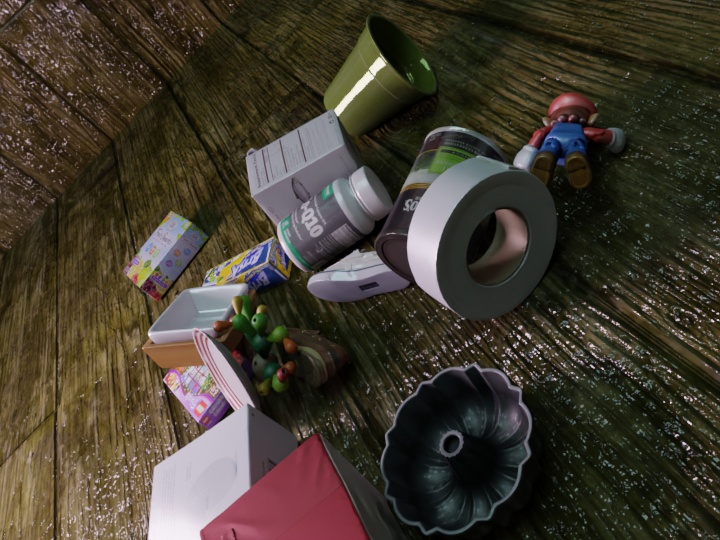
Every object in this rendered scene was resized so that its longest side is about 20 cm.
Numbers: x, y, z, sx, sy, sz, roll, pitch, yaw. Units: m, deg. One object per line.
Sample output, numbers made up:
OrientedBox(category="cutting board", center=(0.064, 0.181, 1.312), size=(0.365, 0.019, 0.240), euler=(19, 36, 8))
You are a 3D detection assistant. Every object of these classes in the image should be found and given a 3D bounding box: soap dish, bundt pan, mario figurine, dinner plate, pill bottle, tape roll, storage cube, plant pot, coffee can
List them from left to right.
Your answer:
OrientedBox(category="soap dish", center=(-0.287, 0.101, 1.221), size=(0.155, 0.082, 0.201), euler=(-6, 23, 11))
OrientedBox(category="dinner plate", center=(-0.208, 0.174, 1.065), size=(0.024, 0.202, 0.199), euler=(-34, 29, -25))
OrientedBox(category="storage cube", center=(-0.044, 0.332, 0.737), size=(0.179, 0.201, 0.171), euler=(-39, 35, -1))
OrientedBox(category="pill bottle", center=(-0.045, -0.094, 1.205), size=(0.199, 0.113, 0.114), euler=(-34, 37, 18))
OrientedBox(category="plant pot", center=(0.026, -0.383, 1.369), size=(0.189, 0.199, 0.202), euler=(-38, 34, 34))
OrientedBox(category="coffee can", center=(0.125, -0.092, 0.999), size=(0.145, 0.146, 0.202), euler=(1, 57, 46))
OrientedBox(category="bundt pan", center=(0.123, 0.217, 0.767), size=(0.200, 0.076, 0.204), euler=(-27, 39, 25))
OrientedBox(category="tape roll", center=(0.161, -0.041, 0.866), size=(0.203, 0.202, 0.071), euler=(-49, 35, -4))
OrientedBox(category="mario figurine", center=(0.297, -0.167, 0.935), size=(0.106, 0.123, 0.201), euler=(-57, 0, 43))

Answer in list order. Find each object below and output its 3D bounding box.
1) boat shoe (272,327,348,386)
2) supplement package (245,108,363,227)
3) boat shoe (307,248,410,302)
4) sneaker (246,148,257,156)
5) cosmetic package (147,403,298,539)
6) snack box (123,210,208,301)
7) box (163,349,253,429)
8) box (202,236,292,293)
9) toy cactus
OrientedBox(category="boat shoe", center=(-0.085, 0.133, 1.082), size=(0.067, 0.073, 0.199), euler=(-22, 18, -25))
OrientedBox(category="supplement package", center=(-0.102, -0.189, 1.258), size=(0.198, 0.117, 0.118), euler=(-27, 49, 11))
OrientedBox(category="boat shoe", center=(0.000, 0.000, 1.107), size=(0.198, 0.071, 0.071), euler=(-14, 48, 34))
OrientedBox(category="sneaker", center=(-0.230, -0.214, 1.537), size=(0.070, 0.082, 0.201), euler=(-39, 37, 10))
OrientedBox(category="cosmetic package", center=(-0.190, 0.339, 0.937), size=(0.199, 0.123, 0.201), euler=(-33, 38, 16))
OrientedBox(category="snack box", center=(-0.490, -0.041, 1.656), size=(0.201, 0.068, 0.168), euler=(-53, 35, -11))
OrientedBox(category="box", center=(-0.286, 0.195, 1.245), size=(0.138, 0.039, 0.199), euler=(-54, 36, -10))
OrientedBox(category="box", center=(-0.232, 0.010, 1.343), size=(0.198, 0.064, 0.071), euler=(-24, 41, 30))
OrientedBox(category="toy cactus", center=(-0.163, 0.137, 1.072), size=(0.101, 0.167, 0.200), euler=(-27, 53, -25))
